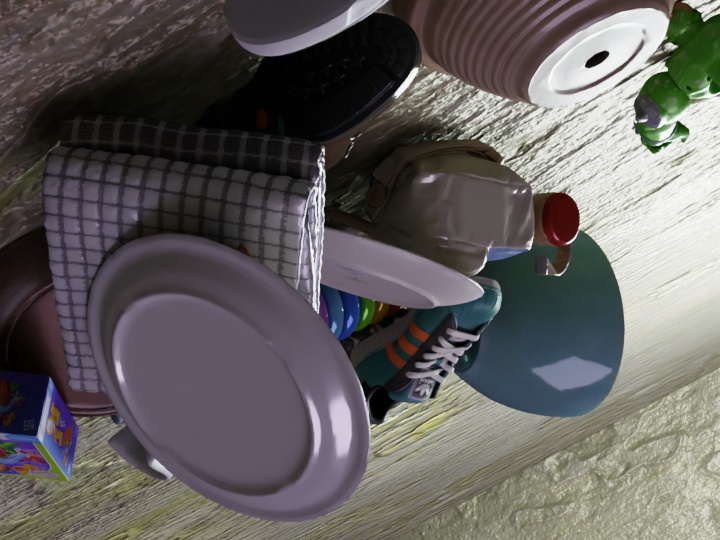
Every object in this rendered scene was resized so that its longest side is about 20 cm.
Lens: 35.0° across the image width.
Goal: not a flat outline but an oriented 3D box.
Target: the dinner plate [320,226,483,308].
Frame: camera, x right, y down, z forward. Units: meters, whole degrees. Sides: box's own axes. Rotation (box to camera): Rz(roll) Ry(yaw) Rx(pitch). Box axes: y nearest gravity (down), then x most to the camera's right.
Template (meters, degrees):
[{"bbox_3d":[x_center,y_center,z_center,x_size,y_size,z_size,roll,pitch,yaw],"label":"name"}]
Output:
[{"bbox_3d":[0.000,0.000,0.908,0.199,0.024,0.200,16,170,3],"label":"dinner plate"}]

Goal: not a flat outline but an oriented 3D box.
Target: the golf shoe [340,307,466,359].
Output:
[{"bbox_3d":[0.037,0.065,1.185,0.199,0.078,0.088,-14,-160,41],"label":"golf shoe"}]

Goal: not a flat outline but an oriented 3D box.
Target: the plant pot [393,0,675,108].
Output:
[{"bbox_3d":[0.129,-0.169,0.718,0.200,0.093,0.201,-22,159,-9],"label":"plant pot"}]

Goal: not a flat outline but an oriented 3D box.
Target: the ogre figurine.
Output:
[{"bbox_3d":[0.287,-0.169,0.897,0.199,0.099,0.120,-23,175,31],"label":"ogre figurine"}]

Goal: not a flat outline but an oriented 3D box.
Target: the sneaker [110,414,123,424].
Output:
[{"bbox_3d":[-0.172,0.059,0.948,0.073,0.081,0.200,-10,156,-36],"label":"sneaker"}]

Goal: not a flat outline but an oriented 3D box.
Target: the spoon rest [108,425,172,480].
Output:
[{"bbox_3d":[-0.152,0.135,0.951,0.099,0.061,0.200,-38,-177,-32],"label":"spoon rest"}]

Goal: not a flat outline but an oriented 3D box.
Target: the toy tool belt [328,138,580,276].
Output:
[{"bbox_3d":[0.080,-0.047,0.968,0.199,0.126,0.122,0,180,-43],"label":"toy tool belt"}]

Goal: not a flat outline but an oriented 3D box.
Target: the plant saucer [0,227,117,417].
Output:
[{"bbox_3d":[-0.193,0.045,0.855,0.199,0.032,0.201,-13,133,-14],"label":"plant saucer"}]

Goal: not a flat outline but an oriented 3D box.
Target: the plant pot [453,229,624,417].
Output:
[{"bbox_3d":[0.157,0.056,1.179,0.134,0.201,0.200,-2,152,-25],"label":"plant pot"}]

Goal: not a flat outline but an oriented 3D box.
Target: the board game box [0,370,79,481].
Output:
[{"bbox_3d":[-0.317,0.107,0.831,0.198,0.045,0.135,6,156,-2],"label":"board game box"}]

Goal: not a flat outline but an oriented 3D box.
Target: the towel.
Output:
[{"bbox_3d":[-0.105,-0.003,0.728,0.164,0.086,0.201,7,134,2],"label":"towel"}]

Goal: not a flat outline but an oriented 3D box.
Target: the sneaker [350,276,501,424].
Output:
[{"bbox_3d":[0.064,0.079,1.058,0.071,0.080,0.200,15,143,-32],"label":"sneaker"}]

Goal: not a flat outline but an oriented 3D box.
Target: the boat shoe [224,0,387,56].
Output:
[{"bbox_3d":[0.020,-0.176,0.617,0.199,0.071,0.070,-36,155,10],"label":"boat shoe"}]

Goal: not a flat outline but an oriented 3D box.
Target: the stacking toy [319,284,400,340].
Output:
[{"bbox_3d":[-0.007,0.028,1.074,0.199,0.086,0.085,-13,158,-39],"label":"stacking toy"}]

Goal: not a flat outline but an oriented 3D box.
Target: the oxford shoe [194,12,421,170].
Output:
[{"bbox_3d":[-0.029,-0.104,0.738,0.199,0.073,0.084,-26,166,39],"label":"oxford shoe"}]

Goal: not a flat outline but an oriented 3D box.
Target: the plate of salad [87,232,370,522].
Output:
[{"bbox_3d":[-0.078,0.063,0.679,0.200,0.200,0.048,-44,-178,42],"label":"plate of salad"}]
